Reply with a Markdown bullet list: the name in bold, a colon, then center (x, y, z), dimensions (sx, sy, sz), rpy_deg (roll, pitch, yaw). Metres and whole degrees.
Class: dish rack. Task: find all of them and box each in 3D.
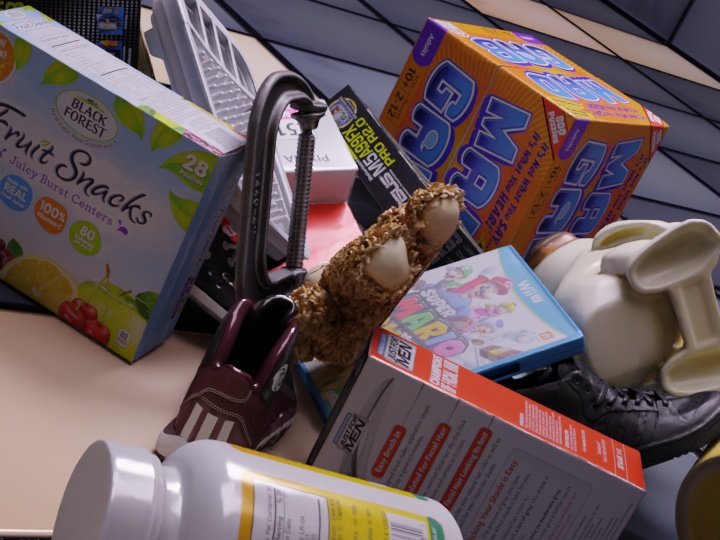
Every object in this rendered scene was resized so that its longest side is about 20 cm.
- **dish rack**: center (-0.104, -0.106, 1.212), dimensions (0.172, 0.043, 0.201), rpy_deg (47, 22, -67)

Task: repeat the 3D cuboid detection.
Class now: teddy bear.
- **teddy bear**: center (0.004, 0.000, 1.104), dimensions (0.067, 0.145, 0.200), rpy_deg (42, -13, 3)

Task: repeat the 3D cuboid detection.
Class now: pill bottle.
- **pill bottle**: center (-0.055, 0.153, 0.841), dimensions (0.199, 0.113, 0.113), rpy_deg (18, 21, -24)

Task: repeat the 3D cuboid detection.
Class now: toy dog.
- **toy dog**: center (0.206, 0.036, 1.320), dimensions (0.140, 0.193, 0.200), rpy_deg (61, -4, -14)

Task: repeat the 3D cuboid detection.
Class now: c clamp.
- **c clamp**: center (-0.053, -0.047, 1.140), dimensions (0.027, 0.201, 0.171), rpy_deg (10, 18, 20)

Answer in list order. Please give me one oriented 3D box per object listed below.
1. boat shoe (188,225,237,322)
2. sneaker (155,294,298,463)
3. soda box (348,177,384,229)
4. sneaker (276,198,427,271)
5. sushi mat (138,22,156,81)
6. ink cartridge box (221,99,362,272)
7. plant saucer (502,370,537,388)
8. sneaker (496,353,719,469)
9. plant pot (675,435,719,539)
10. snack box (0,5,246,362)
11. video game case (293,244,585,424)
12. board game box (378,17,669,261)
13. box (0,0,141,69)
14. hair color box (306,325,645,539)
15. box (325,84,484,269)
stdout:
- **boat shoe**: center (-0.126, -0.015, 1.193), dimensions (0.200, 0.060, 0.074), rpy_deg (38, -7, -2)
- **sneaker**: center (-0.065, 0.058, 1.058), dimensions (0.075, 0.116, 0.200), rpy_deg (26, 20, -1)
- **soda box**: center (-0.079, -0.067, 1.428), dimensions (0.199, 0.064, 0.068), rpy_deg (17, 23, -27)
- **sneaker**: center (0.000, 0.000, 1.373), dimensions (0.200, 0.075, 0.088), rpy_deg (43, 16, 16)
- **sushi mat**: center (-0.172, -0.152, 1.258), dimensions (0.012, 0.096, 0.201), rpy_deg (-10, 48, -11)
- **ink cartridge box**: center (-0.096, -0.065, 1.294), dimensions (0.199, 0.044, 0.174), rpy_deg (-5, 46, -23)
- **plant saucer**: center (0.143, 0.092, 1.314), dimensions (0.200, 0.027, 0.200), rpy_deg (38, 14, -11)
- **sneaker**: center (0.172, 0.102, 1.187), dimensions (0.060, 0.199, 0.105), rpy_deg (-131, -161, -82)
- **plant pot**: center (0.342, 0.166, 1.223), dimensions (0.201, 0.201, 0.188), rpy_deg (37, 36, 27)
- **snack box**: center (-0.196, -0.062, 1.113), dimensions (0.199, 0.169, 0.068), rpy_deg (31, 22, 10)
- **video game case**: center (0.050, 0.048, 1.209), dimensions (0.199, 0.018, 0.143), rpy_deg (-17, 33, -10)
- **board game box**: center (0.149, -0.115, 1.634), dimensions (0.200, 0.200, 0.200), rpy_deg (38, 23, 29)
- **box**: center (-0.260, -0.166, 1.174), dimensions (0.192, 0.201, 0.048), rpy_deg (0, 26, -16)
- **hair color box**: center (0.073, 0.133, 1.057), dimensions (0.199, 0.111, 0.064), rpy_deg (26, 19, -4)
- **box**: center (0.050, -0.058, 1.445), dimensions (0.160, 0.044, 0.200), rpy_deg (56, 7, 36)
